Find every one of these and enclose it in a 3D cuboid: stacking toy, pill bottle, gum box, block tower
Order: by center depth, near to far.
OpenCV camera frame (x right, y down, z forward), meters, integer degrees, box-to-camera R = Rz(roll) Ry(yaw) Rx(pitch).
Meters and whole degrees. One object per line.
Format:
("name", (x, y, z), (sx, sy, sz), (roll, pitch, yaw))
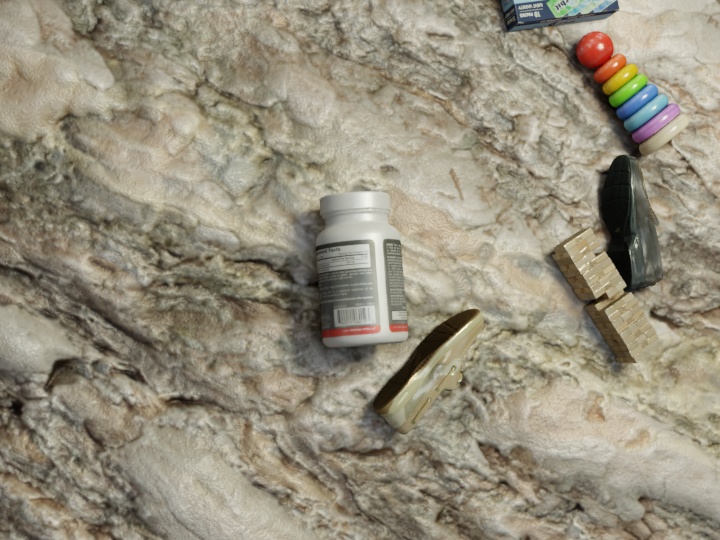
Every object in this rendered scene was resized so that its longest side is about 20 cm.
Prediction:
("pill bottle", (0.000, 0.000, 1.382), (0.116, 0.116, 0.200), (-3, 85, -15))
("block tower", (0.356, 0.037, 1.506), (0.058, 0.054, 0.200), (-32, 94, -15))
("stacking toy", (0.397, -0.273, 1.543), (0.085, 0.085, 0.200), (-37, 88, -15))
("gum box", (0.282, -0.468, 1.543), (0.170, 0.045, 0.200), (-11, 87, -16))

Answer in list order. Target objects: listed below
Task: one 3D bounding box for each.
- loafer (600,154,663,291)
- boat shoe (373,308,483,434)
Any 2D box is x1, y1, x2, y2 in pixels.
("loafer", (0.405, -0.071, 1.528), (0.072, 0.073, 0.200), (-5, 95, -24))
("boat shoe", (0.105, 0.137, 1.423), (0.200, 0.072, 0.065), (-47, 106, -12))
